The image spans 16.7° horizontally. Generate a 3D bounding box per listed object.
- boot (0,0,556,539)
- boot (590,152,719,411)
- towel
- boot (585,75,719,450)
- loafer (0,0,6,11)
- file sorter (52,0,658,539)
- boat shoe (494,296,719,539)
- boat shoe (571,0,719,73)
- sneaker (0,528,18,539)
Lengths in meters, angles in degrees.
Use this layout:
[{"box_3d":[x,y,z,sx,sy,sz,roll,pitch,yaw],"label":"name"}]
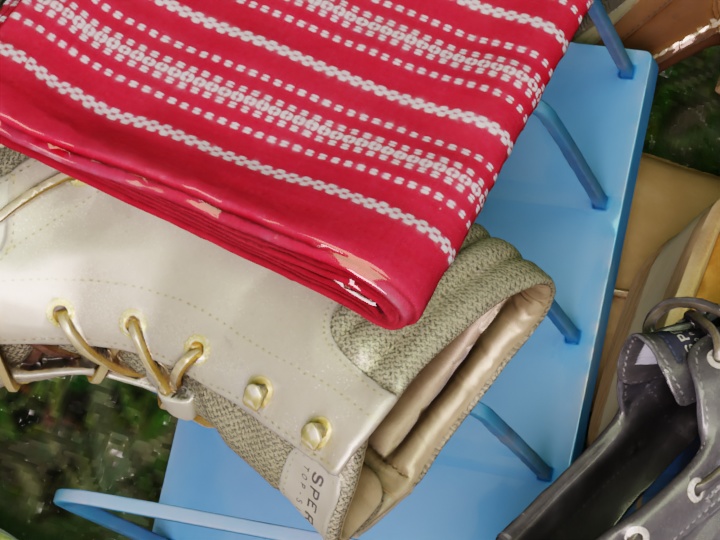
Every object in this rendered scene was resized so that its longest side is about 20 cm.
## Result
[{"box_3d":[-0.062,0.024,0.676,0.200,0.072,0.155,-41,68,-12],"label":"boot"},{"box_3d":[0.139,0.051,0.846,0.198,0.066,0.176,12,63,-3],"label":"boot"},{"box_3d":[-0.012,-0.083,0.691,0.144,0.023,0.201,25,53,6],"label":"towel"},{"box_3d":[0.165,0.015,0.796,0.143,0.071,0.202,26,72,-6],"label":"boot"},{"box_3d":[-0.158,-0.045,0.710,0.199,0.072,0.063,-35,92,-14],"label":"loafer"},{"box_3d":[0.000,0.000,0.777,0.138,0.123,0.202,8,77,19],"label":"file sorter"},{"box_3d":[0.096,0.045,0.708,0.200,0.070,0.066,-47,114,-8],"label":"boat shoe"},{"box_3d":[0.147,-0.111,0.853,0.200,0.076,0.074,-41,95,19],"label":"boat shoe"},{"box_3d":[-0.079,0.147,0.778,0.199,0.076,0.076,30,70,1],"label":"sneaker"}]
